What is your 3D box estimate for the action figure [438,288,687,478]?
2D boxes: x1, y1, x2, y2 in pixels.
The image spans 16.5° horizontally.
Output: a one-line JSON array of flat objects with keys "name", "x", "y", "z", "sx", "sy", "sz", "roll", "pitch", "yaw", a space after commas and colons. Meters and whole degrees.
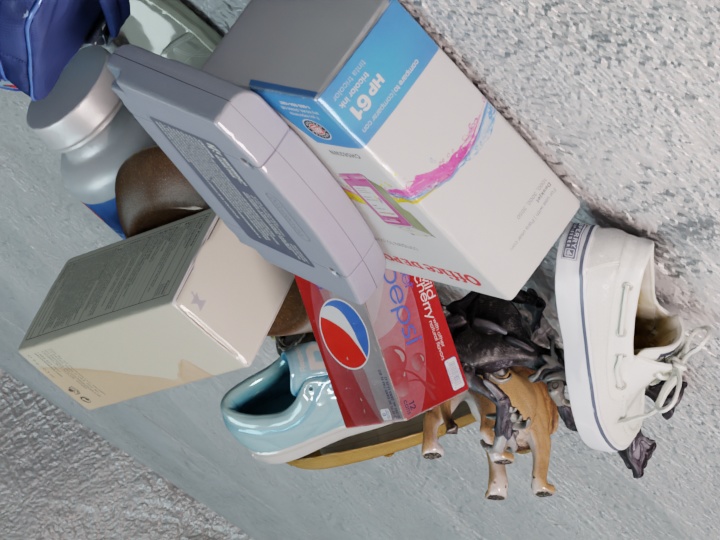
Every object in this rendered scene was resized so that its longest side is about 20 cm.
[{"name": "action figure", "x": 0.119, "y": 0.072, "z": 1.723, "sx": 0.199, "sy": 0.119, "sz": 0.102, "roll": 27, "pitch": 156, "yaw": 7}]

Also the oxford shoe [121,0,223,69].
[{"name": "oxford shoe", "x": -0.119, "y": -0.136, "z": 1.714, "sx": 0.200, "sy": 0.058, "sz": 0.075, "roll": 43, "pitch": 166, "yaw": -22}]

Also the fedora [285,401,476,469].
[{"name": "fedora", "x": 0.021, "y": 0.097, "z": 1.991, "sx": 0.200, "sy": 0.200, "sz": 0.082, "roll": -7, "pitch": 100, "yaw": 70}]

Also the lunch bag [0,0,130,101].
[{"name": "lunch bag", "x": -0.209, "y": -0.196, "z": 1.557, "sx": 0.132, "sy": 0.136, "sz": 0.200, "roll": 34, "pitch": 166, "yaw": 6}]

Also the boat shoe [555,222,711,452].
[{"name": "boat shoe", "x": 0.179, "y": 0.047, "z": 1.575, "sx": 0.086, "sy": 0.075, "sz": 0.203, "roll": 7, "pitch": 138, "yaw": 19}]

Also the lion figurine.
[{"name": "lion figurine", "x": 0.097, "y": 0.096, "z": 1.823, "sx": 0.072, "sy": 0.123, "sz": 0.200, "roll": -7, "pitch": 157, "yaw": 17}]

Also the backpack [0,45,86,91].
[{"name": "backpack", "x": -0.295, "y": -0.194, "z": 1.780, "sx": 0.199, "sy": 0.135, "sz": 0.183, "roll": 27, "pitch": 165, "yaw": 20}]

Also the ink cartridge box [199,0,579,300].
[{"name": "ink cartridge box", "x": 0.018, "y": -0.079, "z": 1.519, "sx": 0.200, "sy": 0.085, "sz": 0.144, "roll": 43, "pitch": 165, "yaw": -32}]

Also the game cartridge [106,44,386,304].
[{"name": "game cartridge", "x": -0.064, "y": -0.058, "z": 1.539, "sx": 0.133, "sy": 0.042, "sz": 0.200, "roll": 20, "pitch": 158, "yaw": 40}]

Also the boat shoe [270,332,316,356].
[{"name": "boat shoe", "x": -0.047, "y": 0.038, "z": 2.020, "sx": 0.060, "sy": 0.072, "sz": 0.200, "roll": 44, "pitch": -173, "yaw": -7}]

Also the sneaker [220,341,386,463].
[{"name": "sneaker", "x": -0.017, "y": 0.081, "z": 1.885, "sx": 0.082, "sy": 0.199, "sz": 0.074, "roll": 43, "pitch": -161, "yaw": -53}]

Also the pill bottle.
[{"name": "pill bottle", "x": -0.157, "y": -0.077, "z": 1.883, "sx": 0.200, "sy": 0.112, "sz": 0.112, "roll": 44, "pitch": 164, "yaw": -30}]

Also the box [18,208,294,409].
[{"name": "box", "x": -0.146, "y": 0.028, "z": 1.765, "sx": 0.078, "sy": 0.095, "sz": 0.200, "roll": 42, "pitch": 147, "yaw": -25}]

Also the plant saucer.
[{"name": "plant saucer", "x": -0.095, "y": -0.011, "z": 1.791, "sx": 0.199, "sy": 0.037, "sz": 0.201, "roll": 19, "pitch": 147, "yaw": 13}]

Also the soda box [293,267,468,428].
[{"name": "soda box", "x": 0.000, "y": 0.000, "z": 1.650, "sx": 0.070, "sy": 0.063, "sz": 0.201, "roll": -10, "pitch": 100, "yaw": 52}]
